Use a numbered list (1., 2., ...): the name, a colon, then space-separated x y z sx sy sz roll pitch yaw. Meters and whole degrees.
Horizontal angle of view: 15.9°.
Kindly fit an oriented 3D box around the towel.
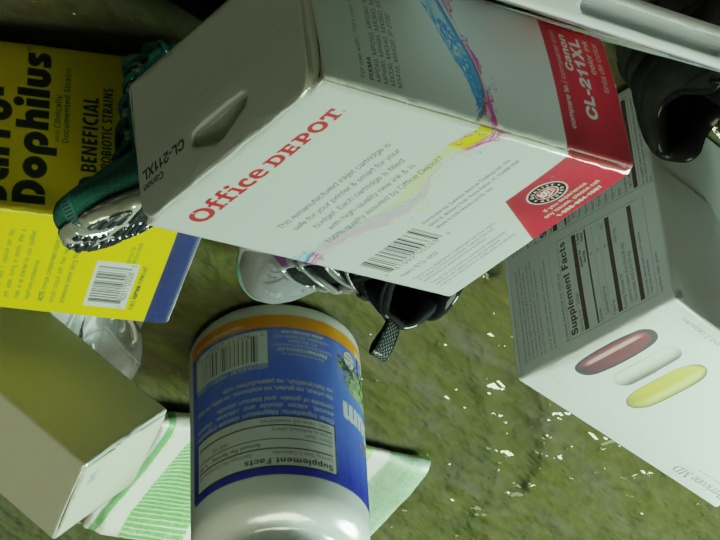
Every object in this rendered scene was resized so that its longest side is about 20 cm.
1. towel: -0.074 0.154 1.771 0.199 0.023 0.153 14 139 -22

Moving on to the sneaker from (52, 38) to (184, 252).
1. sneaker: -0.099 -0.077 1.333 0.080 0.200 0.077 50 137 -8

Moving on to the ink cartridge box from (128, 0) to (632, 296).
1. ink cartridge box: 0.009 -0.070 1.261 0.200 0.083 0.146 14 145 -38

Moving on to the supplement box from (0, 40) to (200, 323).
1. supplement box: -0.192 -0.051 1.405 0.199 0.109 0.110 6 149 -13

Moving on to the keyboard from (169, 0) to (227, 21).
1. keyboard: -0.022 -0.129 1.330 0.200 0.104 0.040 27 155 -35

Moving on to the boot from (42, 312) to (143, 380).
1. boot: -0.173 0.021 1.560 0.095 0.074 0.200 -13 141 -39

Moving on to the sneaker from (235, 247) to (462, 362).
1. sneaker: 0.000 0.000 1.474 0.078 0.140 0.200 23 135 -32

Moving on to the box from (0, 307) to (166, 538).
1. box: -0.215 0.056 1.483 0.200 0.082 0.068 40 129 15

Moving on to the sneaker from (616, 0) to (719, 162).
1. sneaker: 0.211 -0.132 1.364 0.076 0.091 0.200 15 138 -21

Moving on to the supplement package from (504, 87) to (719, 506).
1. supplement package: 0.186 0.018 1.505 0.111 0.156 0.200 -29 137 30

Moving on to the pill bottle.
1. pill bottle: -0.050 0.131 1.594 0.112 0.200 0.112 -3 144 -2

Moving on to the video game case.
1. video game case: 0.091 -0.135 1.279 0.182 0.200 0.023 14 97 -30
